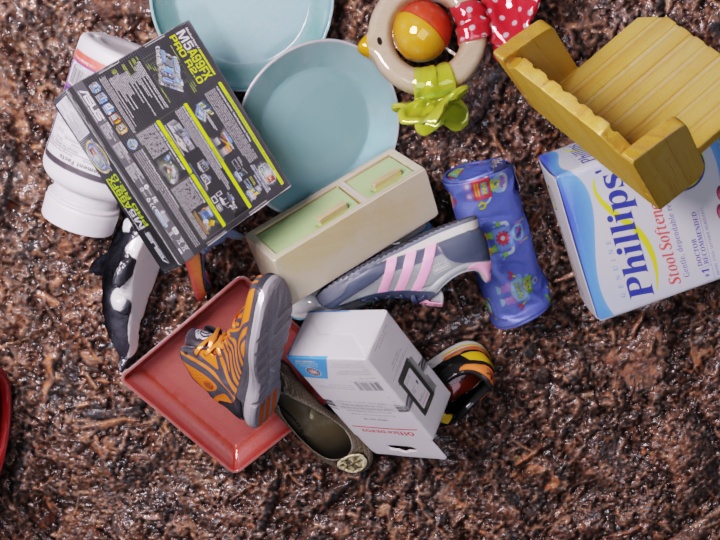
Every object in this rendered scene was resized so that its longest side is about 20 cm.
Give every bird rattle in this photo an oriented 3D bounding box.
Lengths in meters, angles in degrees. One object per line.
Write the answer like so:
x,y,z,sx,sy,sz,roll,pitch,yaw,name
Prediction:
0.090,-0.248,1.184,0.162,0.113,0.201,35,96,-1,bird rattle

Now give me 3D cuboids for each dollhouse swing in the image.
0.284,-0.200,1.135,0.176,0.200,0.181,-47,149,6,dollhouse swing

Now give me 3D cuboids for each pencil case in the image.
0.161,-0.035,1.273,0.086,0.078,0.202,-22,108,-7,pencil case

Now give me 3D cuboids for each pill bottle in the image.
-0.277,-0.143,1.195,0.110,0.112,0.202,20,106,-9,pill bottle

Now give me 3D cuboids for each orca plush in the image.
-0.274,0.010,1.272,0.070,0.105,0.202,22,126,18,orca plush

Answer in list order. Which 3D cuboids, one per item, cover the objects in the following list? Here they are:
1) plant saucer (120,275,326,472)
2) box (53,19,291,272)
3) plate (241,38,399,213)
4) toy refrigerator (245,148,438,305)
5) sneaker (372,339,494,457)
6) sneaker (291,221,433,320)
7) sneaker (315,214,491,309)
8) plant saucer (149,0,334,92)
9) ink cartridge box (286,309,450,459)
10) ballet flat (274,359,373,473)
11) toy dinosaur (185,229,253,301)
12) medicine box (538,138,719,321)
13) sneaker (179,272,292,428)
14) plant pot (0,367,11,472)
-0.145,0.120,1.308,0.199,0.037,0.200,-39,116,13,plant saucer
-0.184,-0.125,1.106,0.160,0.044,0.201,-39,102,-33,box
-0.048,-0.156,1.223,0.198,0.026,0.203,-10,114,-24,plate
-0.020,-0.053,1.215,0.199,0.076,0.070,-31,126,-15,toy refrigerator
0.075,0.164,1.324,0.199,0.090,0.070,-37,106,9,sneaker
0.000,0.000,1.283,0.198,0.077,0.082,-23,93,2,sneaker
0.051,0.013,1.211,0.198,0.070,0.083,-24,94,4,sneaker
-0.127,-0.296,1.194,0.197,0.036,0.203,-1,108,-4,plant saucer
0.021,0.131,1.253,0.115,0.068,0.200,-1,140,38,ink cartridge box
-0.055,0.180,1.303,0.067,0.047,0.200,-33,117,16,ballet flat
-0.197,-0.054,1.215,0.198,0.105,0.184,1,107,-35,toy dinosaur
0.327,-0.069,1.257,0.198,0.103,0.184,-20,108,3,medicine box
-0.141,0.075,1.192,0.111,0.078,0.202,25,126,19,sneaker
-0.513,0.192,1.250,0.180,0.201,0.203,8,108,2,plant pot
